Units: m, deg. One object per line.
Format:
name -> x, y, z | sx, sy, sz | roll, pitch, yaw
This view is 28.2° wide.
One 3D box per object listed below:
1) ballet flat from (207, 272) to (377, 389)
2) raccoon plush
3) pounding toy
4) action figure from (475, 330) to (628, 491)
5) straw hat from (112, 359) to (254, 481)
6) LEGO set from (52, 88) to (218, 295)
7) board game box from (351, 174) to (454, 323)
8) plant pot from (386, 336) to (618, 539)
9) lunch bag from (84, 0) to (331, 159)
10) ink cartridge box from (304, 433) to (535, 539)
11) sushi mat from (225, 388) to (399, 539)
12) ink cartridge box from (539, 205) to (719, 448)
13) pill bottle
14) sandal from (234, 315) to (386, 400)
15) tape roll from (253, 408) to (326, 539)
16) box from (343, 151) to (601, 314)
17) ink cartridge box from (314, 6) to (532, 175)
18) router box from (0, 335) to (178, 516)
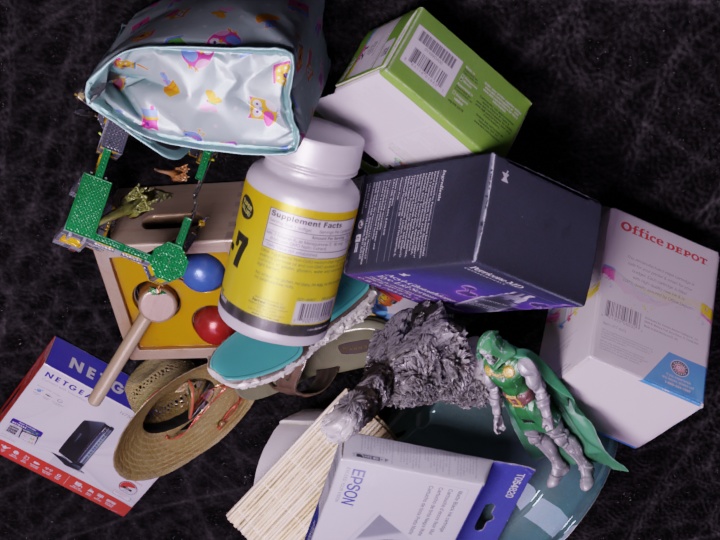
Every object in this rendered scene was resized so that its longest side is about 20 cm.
ballet flat -> -0.063, 0.070, 1.473 | 0.199, 0.072, 0.072 | -31, 129, -16
raccoon plush -> 0.055, 0.127, 1.411 | 0.200, 0.097, 0.135 | -41, 116, -13
pounding toy -> -0.198, 0.026, 1.507 | 0.197, 0.143, 0.186 | -3, 129, 11
action figure -> 0.163, 0.131, 1.373 | 0.117, 0.055, 0.201 | -5, 131, 43
straw hat -> -0.216, 0.141, 1.628 | 0.085, 0.200, 0.202 | 48, 136, 26
LEGO set -> -0.219, -0.079, 1.408 | 0.152, 0.202, 0.116 | 12, 171, -18
board game box -> 0.000, 0.000, 1.523 | 0.125, 0.035, 0.201 | -20, 125, 24
plant pot -> 0.142, 0.186, 1.567 | 0.195, 0.201, 0.200 | 35, 127, -10
lunch bag -> -0.138, -0.186, 1.301 | 0.197, 0.171, 0.123 | 1, 123, 8
ink cartridge box -> 0.055, 0.250, 1.446 | 0.198, 0.041, 0.201 | 10, 136, -7
sushi mat -> -0.047, 0.226, 1.518 | 0.096, 0.012, 0.200 | 44, 101, 5
ink cartridge box -> 0.266, 0.048, 1.430 | 0.127, 0.202, 0.125 | 23, 147, -11
pill bottle -> -0.064, -0.040, 1.373 | 0.113, 0.114, 0.202 | 14, 108, -3
sandal -> -0.054, 0.101, 1.557 | 0.199, 0.058, 0.080 | -17, 131, 21
tape roll -> -0.032, 0.257, 1.630 | 0.070, 0.203, 0.203 | -4, 133, 40
box -> 0.104, -0.030, 1.361 | 0.147, 0.106, 0.199 | 20, 165, -33
ink cartridge box -> 0.042, -0.156, 1.371 | 0.147, 0.076, 0.199 | 37, 159, -21
router box -> -0.326, 0.191, 1.725 | 0.199, 0.049, 0.180 | 30, 128, -16
